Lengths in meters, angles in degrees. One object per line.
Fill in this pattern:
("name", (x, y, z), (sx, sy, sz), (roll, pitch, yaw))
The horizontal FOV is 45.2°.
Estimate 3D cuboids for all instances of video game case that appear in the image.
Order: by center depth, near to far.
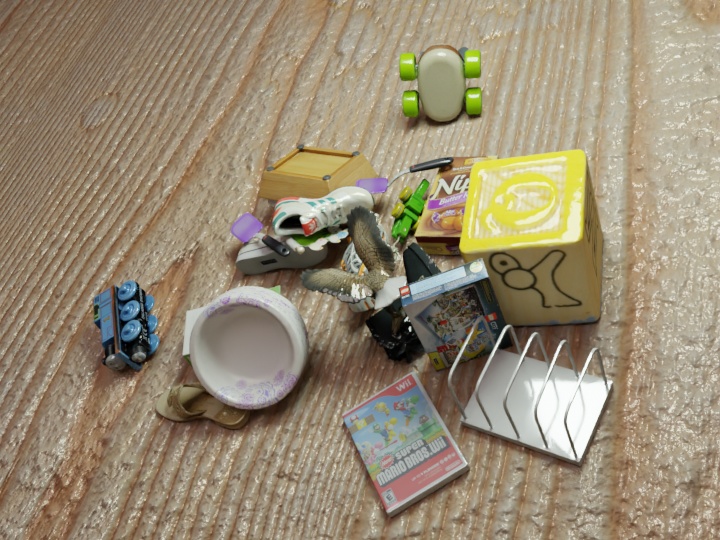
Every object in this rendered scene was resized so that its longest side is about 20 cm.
("video game case", (0.066, 0.268, 1.358), (0.142, 0.018, 0.201), (-31, 45, 0))

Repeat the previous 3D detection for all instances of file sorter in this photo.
("file sorter", (0.249, 0.170, 1.279), (0.198, 0.125, 0.140), (14, 60, 33))

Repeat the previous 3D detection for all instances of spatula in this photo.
("spatula", (0.083, -0.183, 1.652), (0.197, 0.021, 0.057), (-18, 32, 17))
("spatula", (-0.191, -0.063, 1.675), (0.056, 0.021, 0.199), (-43, 37, -13))

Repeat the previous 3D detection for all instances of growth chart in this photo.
("growth chart", (-0.062, -0.085, 1.657), (0.198, 0.018, 0.144), (-24, 29, -27))

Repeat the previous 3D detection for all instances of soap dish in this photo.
("soap dish", (-0.089, -0.185, 1.742), (0.198, 0.082, 0.157), (12, 37, 33))

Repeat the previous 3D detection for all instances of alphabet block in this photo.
("alphabet block", (0.282, -0.047, 1.394), (0.192, 0.201, 0.199), (-5, 50, 21))

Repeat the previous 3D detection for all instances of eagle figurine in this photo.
("eagle figurine", (0.009, 0.007, 1.432), (0.199, 0.152, 0.152), (40, 41, 9))

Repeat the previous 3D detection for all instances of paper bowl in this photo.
("paper bowl", (-0.186, 0.126, 1.488), (0.198, 0.204, 0.104), (-15, 13, 13))

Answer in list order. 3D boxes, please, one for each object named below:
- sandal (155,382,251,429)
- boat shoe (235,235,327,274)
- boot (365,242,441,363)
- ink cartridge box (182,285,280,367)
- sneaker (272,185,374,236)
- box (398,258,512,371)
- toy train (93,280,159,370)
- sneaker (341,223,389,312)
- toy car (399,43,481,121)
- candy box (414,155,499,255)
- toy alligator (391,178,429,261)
("sandal", (-0.292, 0.225, 1.529), (0.209, 0.070, 0.078), (7, 55, 30))
("boat shoe", (-0.152, -0.044, 1.695), (0.197, 0.071, 0.071), (-11, 50, 26))
("boot", (0.079, 0.056, 1.500), (0.162, 0.074, 0.199), (-37, 44, 1))
("ink cartridge box", (-0.228, 0.108, 1.604), (0.197, 0.060, 0.105), (-16, 47, 13))
("sneaker", (-0.071, -0.098, 1.600), (0.196, 0.071, 0.094), (-6, 34, 10))
("box", (0.152, 0.074, 1.352), (0.135, 0.201, 0.038), (-20, 50, 8))
("toy train", (-0.464, 0.110, 1.704), (0.113, 0.087, 0.202), (-30, 47, 12))
("sneaker", (0.000, 0.000, 1.582), (0.076, 0.079, 0.202), (-8, 40, 22))
("toy car", (0.174, -0.425, 1.814), (0.161, 0.160, 0.201), (0, 39, 10))
("candy box", (0.185, -0.123, 1.606), (0.115, 0.057, 0.202), (2, 52, 28))
("toy alligator", (0.081, -0.090, 1.632), (0.054, 0.059, 0.202), (-35, 25, 57))
